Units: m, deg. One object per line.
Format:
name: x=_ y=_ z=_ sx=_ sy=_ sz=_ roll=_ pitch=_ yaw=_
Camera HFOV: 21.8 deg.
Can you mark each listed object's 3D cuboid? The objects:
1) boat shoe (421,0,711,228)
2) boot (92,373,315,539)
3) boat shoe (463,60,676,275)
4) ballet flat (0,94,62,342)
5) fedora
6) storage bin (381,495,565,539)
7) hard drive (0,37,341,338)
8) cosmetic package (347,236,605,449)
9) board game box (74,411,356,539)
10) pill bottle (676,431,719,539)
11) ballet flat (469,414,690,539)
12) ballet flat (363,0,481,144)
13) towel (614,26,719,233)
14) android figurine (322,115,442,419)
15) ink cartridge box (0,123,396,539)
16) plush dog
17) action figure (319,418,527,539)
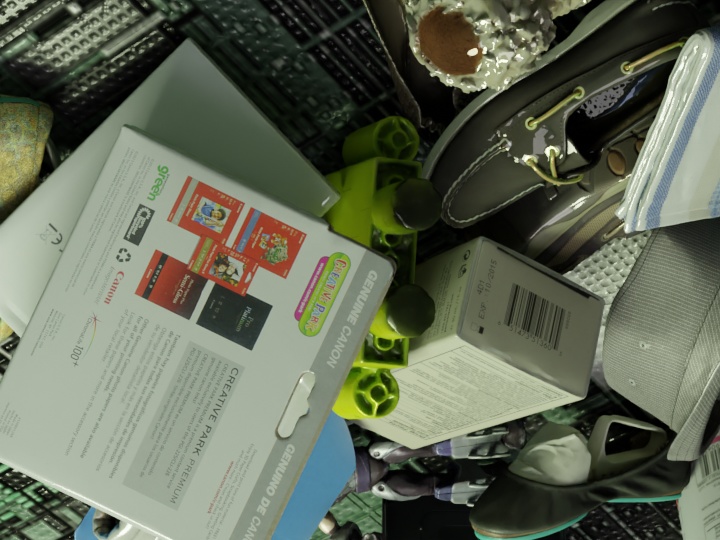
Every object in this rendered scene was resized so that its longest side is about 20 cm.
boat shoe: x=0.120 y=-0.088 z=1.101 sx=0.201 sy=0.061 sz=0.072 roll=-41 pitch=143 yaw=16
boot: x=-0.095 y=0.087 z=1.142 sx=0.095 sy=0.073 sz=0.201 roll=13 pitch=102 yaw=-38
boat shoe: x=0.154 y=-0.060 z=1.166 sx=0.200 sy=0.075 sz=0.073 roll=-35 pitch=143 yaw=30
ballet flat: x=-0.216 y=-0.029 z=1.193 sx=0.070 sy=0.071 sz=0.201 roll=3 pitch=134 yaw=-3
fedora: x=0.214 y=0.024 z=1.199 sx=0.090 sy=0.177 sz=0.200 roll=26 pitch=143 yaw=15
storage bin: x=0.082 y=0.256 z=1.365 sx=0.134 sy=0.201 sz=0.094 roll=0 pitch=135 yaw=0
hard drive: x=-0.128 y=-0.023 z=1.134 sx=0.200 sy=0.025 sz=0.132 roll=-44 pitch=93 yaw=7
cosmetic package: x=0.055 y=0.051 z=1.206 sx=0.105 sy=0.071 sz=0.200 roll=27 pitch=154 yaw=-24
board game box: x=-0.101 y=0.146 z=1.232 sx=0.158 sy=0.039 sz=0.200 roll=33 pitch=90 yaw=-34
pill bottle: x=0.289 y=0.215 z=1.327 sx=0.113 sy=0.201 sz=0.114 roll=0 pitch=134 yaw=0
ballet flat: x=0.153 y=0.137 z=1.310 sx=0.199 sy=0.068 sz=0.069 roll=-9 pitch=107 yaw=-40
ballet flat: x=0.032 y=-0.147 z=1.089 sx=0.067 sy=0.046 sz=0.201 roll=-10 pitch=133 yaw=9
towel: x=0.250 y=-0.095 z=1.101 sx=0.199 sy=0.024 sz=0.147 roll=-12 pitch=139 yaw=-28
android figurine: x=0.000 y=0.000 z=1.145 sx=0.041 sy=0.183 sz=0.200 roll=6 pitch=172 yaw=-18
ink cartridge box: x=-0.096 y=0.046 z=1.071 sx=0.175 sy=0.084 sz=0.201 roll=26 pitch=89 yaw=1
plush dog: x=0.108 y=-0.201 z=0.976 sx=0.171 sy=0.201 sz=0.160 roll=-22 pitch=167 yaw=28
action figure: x=0.016 y=0.141 z=1.338 sx=0.199 sy=0.069 sz=0.131 roll=-5 pitch=110 yaw=-8
